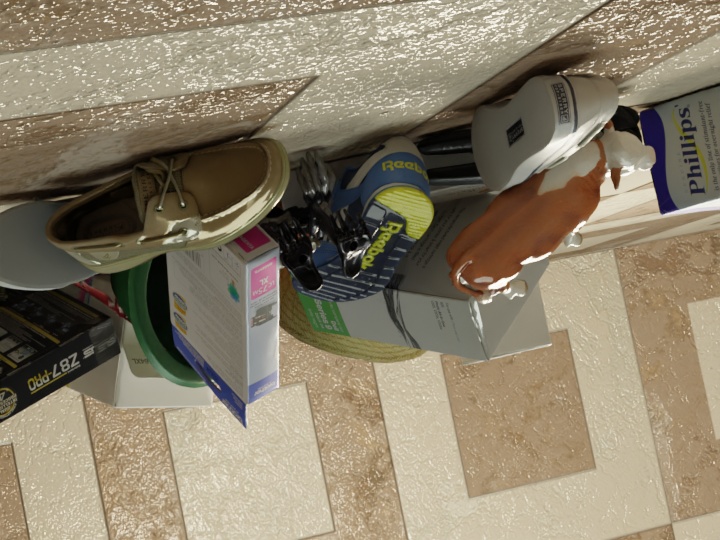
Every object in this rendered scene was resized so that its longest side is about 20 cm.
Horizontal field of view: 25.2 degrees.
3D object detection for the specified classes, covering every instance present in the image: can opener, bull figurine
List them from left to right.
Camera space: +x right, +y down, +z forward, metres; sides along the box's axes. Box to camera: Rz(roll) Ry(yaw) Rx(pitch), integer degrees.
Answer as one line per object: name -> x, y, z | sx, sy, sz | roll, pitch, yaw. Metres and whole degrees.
can opener -> 0.147, -0.104, 1.398 | 0.198, 0.064, 0.079 | -12, 172, 6
bull figurine -> 0.152, -0.045, 1.327 | 0.199, 0.065, 0.122 | -34, 159, -8

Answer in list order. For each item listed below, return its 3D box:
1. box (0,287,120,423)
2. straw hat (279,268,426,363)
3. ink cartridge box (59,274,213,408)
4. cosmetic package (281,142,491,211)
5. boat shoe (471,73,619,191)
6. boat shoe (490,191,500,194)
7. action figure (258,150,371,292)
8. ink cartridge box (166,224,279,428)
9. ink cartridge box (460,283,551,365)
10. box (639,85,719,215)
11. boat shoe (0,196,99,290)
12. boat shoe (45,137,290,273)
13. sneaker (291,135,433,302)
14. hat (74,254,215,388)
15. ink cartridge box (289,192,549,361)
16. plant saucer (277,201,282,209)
box -> -0.360, 0.070, 1.600 | 0.161, 0.050, 0.199 | -33, -144, -31
straw hat -> 0.000, 0.000, 1.662 | 0.199, 0.202, 0.086 | -9, 135, -30
ink cartridge box -> -0.238, 0.067, 1.689 | 0.128, 0.127, 0.199 | 2, -172, -42
cosmetic package -> 0.028, -0.080, 1.473 | 0.198, 0.051, 0.083 | -12, 177, 3
boat shoe -> 0.142, -0.113, 1.258 | 0.065, 0.073, 0.200 | -10, 170, -16
boat shoe -> 0.091, -0.073, 1.606 | 0.198, 0.072, 0.069 | -12, 178, 25
action figure -> -0.068, -0.047, 1.343 | 0.118, 0.103, 0.200 | -18, -161, -24
ink cartridge box -> -0.114, 0.024, 1.321 | 0.042, 0.119, 0.201 | -26, 142, -29
ink cartridge box -> 0.147, -0.001, 1.838 | 0.083, 0.202, 0.145 | -10, 176, -8
box -> 0.399, -0.127, 1.517 | 0.199, 0.106, 0.183 | -15, 174, 43
boat shoe -> -0.239, -0.030, 1.326 | 0.201, 0.075, 0.086 | -21, -174, -37
boat shoe -> -0.147, -0.052, 1.220 | 0.198, 0.073, 0.065 | -19, 158, 22
sneaker -> 0.003, -0.040, 1.405 | 0.073, 0.083, 0.200 | 15, 143, -25
hat -> -0.226, 0.016, 1.582 | 0.175, 0.201, 0.166 | -1, -143, 39
ink cartridge box -> 0.058, -0.004, 1.514 | 0.198, 0.085, 0.146 | 9, -133, 32
plant saucer -> -0.139, -0.037, 1.687 | 0.198, 0.038, 0.200 | -11, 176, -1
